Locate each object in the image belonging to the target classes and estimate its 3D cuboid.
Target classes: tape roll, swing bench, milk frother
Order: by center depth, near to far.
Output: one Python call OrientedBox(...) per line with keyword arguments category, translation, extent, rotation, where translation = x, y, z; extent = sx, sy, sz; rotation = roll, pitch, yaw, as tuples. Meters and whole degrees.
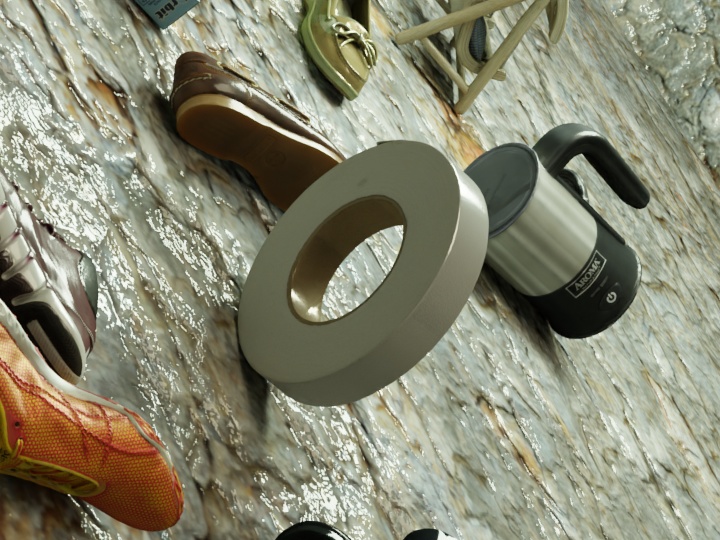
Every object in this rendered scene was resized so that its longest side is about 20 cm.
OrientedBox(category="tape roll", translation=(0.000, 0.000, 1.408), extent=(0.037, 0.203, 0.203), rotation=(41, 24, -34))
OrientedBox(category="milk frother", translation=(0.172, -0.058, 2.059), extent=(0.200, 0.181, 0.188), rotation=(10, -26, 50))
OrientedBox(category="swing bench", translation=(0.149, -0.315, 2.283), extent=(0.130, 0.200, 0.199), rotation=(47, 21, -23))

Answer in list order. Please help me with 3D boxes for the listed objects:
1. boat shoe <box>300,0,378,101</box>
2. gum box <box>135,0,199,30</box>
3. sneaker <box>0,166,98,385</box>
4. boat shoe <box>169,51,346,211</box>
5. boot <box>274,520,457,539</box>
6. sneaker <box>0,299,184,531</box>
OrientedBox(category="boat shoe", translation=(-0.013, -0.240, 1.981), extent=(0.073, 0.063, 0.201), rotation=(45, 21, -26))
OrientedBox(category="gum box", translation=(-0.209, -0.316, 1.671), extent=(0.200, 0.044, 0.170), rotation=(47, 20, -25))
OrientedBox(category="sneaker", translation=(-0.213, -0.024, 1.159), extent=(0.201, 0.075, 0.116), rotation=(64, 13, -7))
OrientedBox(category="boat shoe", translation=(-0.072, -0.109, 1.611), extent=(0.200, 0.070, 0.071), rotation=(37, 30, -42))
OrientedBox(category="boot", translation=(0.018, 0.211, 1.287), extent=(0.200, 0.076, 0.168), rotation=(58, 22, -15))
OrientedBox(category="sneaker", translation=(-0.176, 0.088, 1.076), extent=(0.200, 0.073, 0.077), rotation=(41, 45, -27))
